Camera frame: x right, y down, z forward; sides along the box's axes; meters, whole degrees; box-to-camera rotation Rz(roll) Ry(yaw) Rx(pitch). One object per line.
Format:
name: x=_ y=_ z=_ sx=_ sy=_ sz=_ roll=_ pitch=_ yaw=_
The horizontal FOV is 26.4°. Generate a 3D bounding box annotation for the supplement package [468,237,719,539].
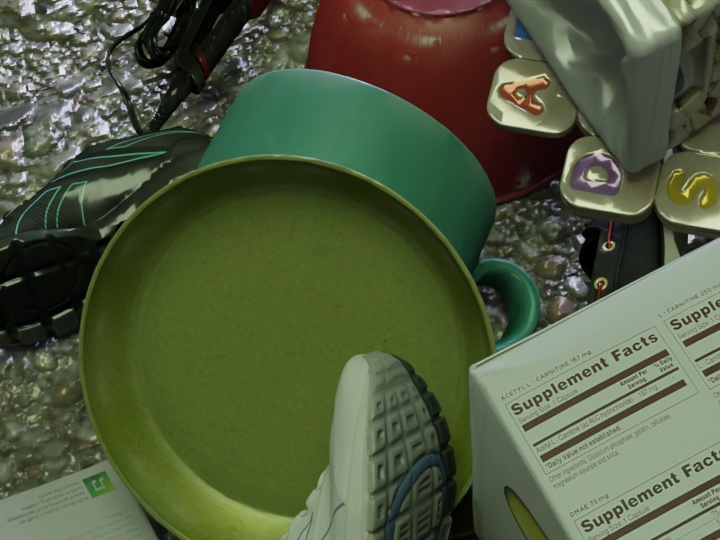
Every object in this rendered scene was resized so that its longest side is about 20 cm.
supplement package: x=0.151 y=0.125 z=0.606 sx=0.146 sy=0.192 sz=0.201 roll=-25 pitch=62 yaw=-8

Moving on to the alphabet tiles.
alphabet tiles: x=0.170 y=-0.116 z=0.794 sx=0.194 sy=0.015 sz=0.202 roll=11 pitch=73 yaw=15

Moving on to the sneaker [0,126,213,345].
sneaker: x=-0.158 y=-0.023 z=0.881 sx=0.199 sy=0.076 sz=0.079 roll=-24 pitch=43 yaw=-15

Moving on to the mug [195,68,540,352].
mug: x=-0.006 y=-0.007 z=0.786 sx=0.184 sy=0.152 sz=0.115 roll=17 pitch=63 yaw=19

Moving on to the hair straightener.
hair straightener: x=-0.103 y=-0.161 z=0.965 sx=0.076 sy=0.041 sz=0.201 roll=14 pitch=58 yaw=18

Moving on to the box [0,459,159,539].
box: x=-0.140 y=0.194 z=0.720 sx=0.143 sy=0.037 sz=0.200 roll=-18 pitch=52 yaw=-27

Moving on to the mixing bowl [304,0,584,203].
mixing bowl: x=0.054 y=-0.149 z=0.898 sx=0.198 sy=0.109 sz=0.202 roll=-5 pitch=56 yaw=7

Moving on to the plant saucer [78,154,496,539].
plant saucer: x=-0.033 y=0.043 z=0.713 sx=0.198 sy=0.202 sz=0.031 roll=3 pitch=15 yaw=11

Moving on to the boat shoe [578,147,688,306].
boat shoe: x=0.146 y=-0.017 z=0.816 sx=0.062 sy=0.074 sz=0.203 roll=-7 pitch=50 yaw=19

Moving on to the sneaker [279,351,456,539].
sneaker: x=-0.010 y=0.134 z=0.680 sx=0.086 sy=0.074 sz=0.202 roll=9 pitch=99 yaw=32

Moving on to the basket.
basket: x=0.130 y=-0.175 z=0.744 sx=0.123 sy=0.136 sz=0.201 roll=-30 pitch=68 yaw=-3

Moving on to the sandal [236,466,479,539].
sandal: x=0.026 y=0.102 z=0.766 sx=0.198 sy=0.055 sz=0.083 roll=-9 pitch=76 yaw=5
